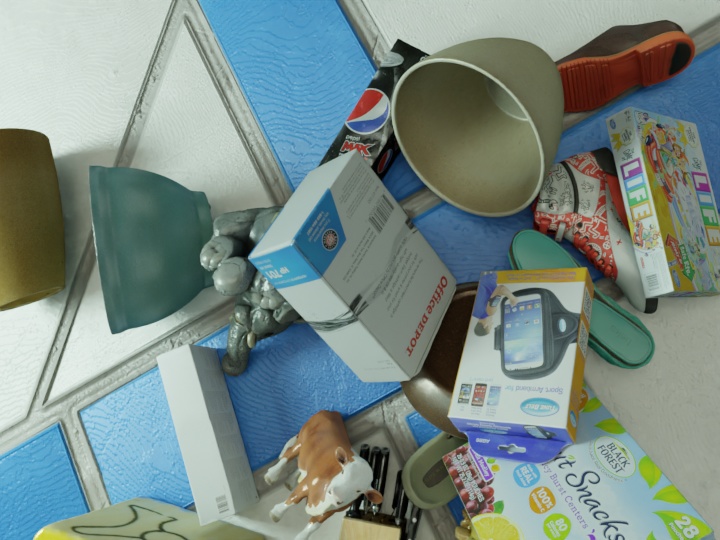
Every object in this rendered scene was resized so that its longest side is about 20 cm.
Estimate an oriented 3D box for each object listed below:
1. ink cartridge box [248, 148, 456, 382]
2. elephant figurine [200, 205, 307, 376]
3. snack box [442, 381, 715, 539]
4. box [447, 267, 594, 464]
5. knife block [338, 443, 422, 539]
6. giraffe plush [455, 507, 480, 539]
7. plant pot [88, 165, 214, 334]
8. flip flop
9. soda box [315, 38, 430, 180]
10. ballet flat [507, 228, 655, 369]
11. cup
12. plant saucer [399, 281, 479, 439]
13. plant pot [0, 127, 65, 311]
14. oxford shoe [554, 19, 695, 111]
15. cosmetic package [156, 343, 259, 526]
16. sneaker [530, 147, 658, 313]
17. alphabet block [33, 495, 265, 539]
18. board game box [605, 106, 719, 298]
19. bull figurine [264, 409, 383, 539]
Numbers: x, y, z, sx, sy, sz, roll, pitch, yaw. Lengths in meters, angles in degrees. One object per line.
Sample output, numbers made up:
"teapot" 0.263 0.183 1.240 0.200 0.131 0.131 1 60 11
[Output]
"ink cartridge box" 0.000 0.000 0.685 0.085 0.201 0.147 -13 36 44
"elephant figurine" -0.109 0.023 0.770 0.152 0.201 0.143 -2 54 5
"snack box" 0.188 0.216 0.581 0.167 0.201 0.068 -30 120 3
"box" 0.163 0.089 0.644 0.118 0.042 0.202 -3 51 33
"knife block" 0.001 0.311 0.726 0.199 0.064 0.176 -37 74 2
"giraffe plush" 0.182 0.294 0.656 0.160 0.173 0.203 -8 69 17
"plant pot" -0.250 -0.031 0.788 0.132 0.200 0.204 -7 76 -18
"flip flop" 0.127 0.183 0.708 0.199 0.058 0.081 -34 72 -23
"soda box" 0.025 -0.184 0.811 0.063 0.071 0.202 31 86 15
"ballet flat" 0.243 0.037 0.729 0.067 0.070 0.200 -44 72 -1
"cup" 0.156 -0.186 0.742 0.199 0.201 0.143 37 61 15
"plant saucer" 0.136 0.088 0.717 0.197 0.037 0.203 -6 55 8
"plant pot" -0.472 -0.055 0.839 0.184 0.186 0.203 -20 90 6
"oxford shoe" 0.296 -0.253 0.787 0.197 0.072 0.073 -12 49 11
"cosmetic package" -0.185 0.195 0.775 0.050 0.083 0.203 -22 76 8
"sneaker" 0.263 -0.036 0.742 0.106 0.067 0.204 -15 74 9
"alphabet block" -0.236 0.378 0.688 0.192 0.200 0.200 10 82 13
"board game box" 0.345 -0.072 0.707 0.133 0.034 0.203 1 75 -35
"bull figurine" -0.043 0.223 0.695 0.121 0.200 0.065 -42 103 1
